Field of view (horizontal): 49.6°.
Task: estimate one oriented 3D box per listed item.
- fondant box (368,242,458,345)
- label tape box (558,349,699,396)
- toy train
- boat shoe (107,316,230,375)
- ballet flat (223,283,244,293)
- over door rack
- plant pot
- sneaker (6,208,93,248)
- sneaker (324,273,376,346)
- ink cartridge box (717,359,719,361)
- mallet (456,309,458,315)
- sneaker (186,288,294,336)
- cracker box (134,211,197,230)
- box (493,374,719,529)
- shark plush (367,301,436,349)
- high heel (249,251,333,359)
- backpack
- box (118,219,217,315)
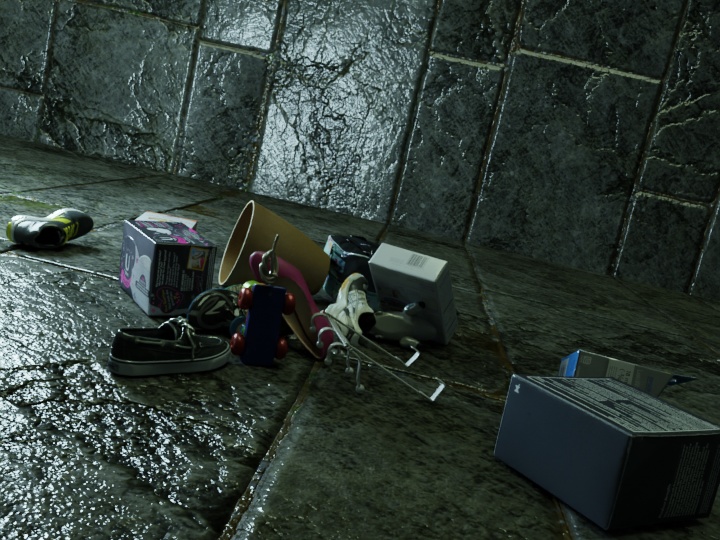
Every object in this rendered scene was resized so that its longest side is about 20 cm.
[{"bbox_3d":[0.106,0.048,1.522,0.144,0.200,0.058,18,55,27],"label":"fondant box"},{"bbox_3d":[0.453,0.197,1.339,0.199,0.064,0.144,14,-11,6],"label":"label tape box"},{"bbox_3d":[-0.155,0.037,1.209,0.084,0.201,0.116,8,6,-23],"label":"toy train"},{"bbox_3d":[-0.259,0.100,1.091,0.073,0.068,0.199,22,13,42],"label":"boat shoe"},{"bbox_3d":[-0.206,0.060,1.408,0.075,0.068,0.200,24,8,7],"label":"ballet flat"},{"bbox_3d":[0.018,0.144,1.223,0.199,0.067,0.148,23,10,-20],"label":"over door rack"},{"bbox_3d":[-0.171,-0.025,1.644,0.199,0.187,0.186,21,7,-18],"label":"plant pot"},{"bbox_3d":[-0.634,-0.077,1.630,0.084,0.075,0.200,24,23,26],"label":"sneaker"},{"bbox_3d":[-0.009,0.079,1.445,0.087,0.076,0.200,16,34,9],"label":"sneaker"},{"bbox_3d":[0.963,0.258,1.830,0.161,0.050,0.200,3,10,-42],"label":"ink cartridge box"},{"bbox_3d":[0.150,0.086,1.785,0.066,0.041,0.200,25,11,37],"label":"mallet"},{"bbox_3d":[-0.192,0.076,1.302,0.199,0.071,0.083,10,4,-32],"label":"sneaker"},{"bbox_3d":[-0.484,-0.098,1.931,0.133,0.058,0.200,11,11,-8],"label":"cracker box"},{"bbox_3d":[0.313,0.221,0.985,0.198,0.124,0.200,8,9,-32],"label":"box"},{"bbox_3d":[0.047,0.118,1.500,0.199,0.091,0.083,-7,-11,4],"label":"shark plush"},{"bbox_3d":[-0.113,0.055,1.280,0.200,0.067,0.096,44,22,-17],"label":"high heel"},{"bbox_3d":[0.000,0.000,1.726,0.177,0.151,0.200,15,16,-29],"label":"backpack"},{"bbox_3d":[-0.349,-0.007,1.388,0.114,0.133,0.200,2,14,-31],"label":"box"}]
